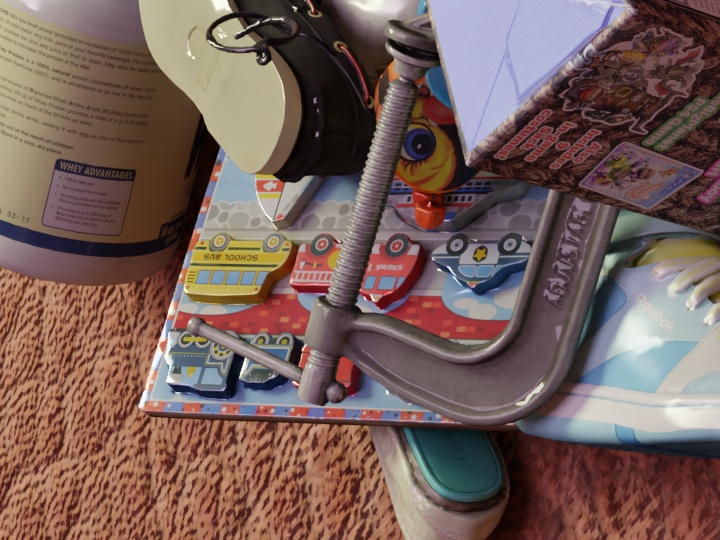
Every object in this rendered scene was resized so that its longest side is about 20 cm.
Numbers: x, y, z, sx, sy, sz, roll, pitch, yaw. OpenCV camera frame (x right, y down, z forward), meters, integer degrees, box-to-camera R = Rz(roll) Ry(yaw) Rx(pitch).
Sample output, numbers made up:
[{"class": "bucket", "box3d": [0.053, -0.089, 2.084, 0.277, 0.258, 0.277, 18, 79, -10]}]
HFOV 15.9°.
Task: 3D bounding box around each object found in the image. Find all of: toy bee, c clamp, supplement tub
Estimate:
[{"class": "toy bee", "box3d": [0.048, -0.078, 1.148, 0.200, 0.131, 0.109, 2, 120, 20]}, {"class": "c clamp", "box3d": [0.024, -0.023, 1.067, 0.171, 0.027, 0.200, 29, 108, 23]}, {"class": "supplement tub", "box3d": [-0.148, -0.108, 1.392, 0.145, 0.145, 0.200, 45, 126, 51]}]

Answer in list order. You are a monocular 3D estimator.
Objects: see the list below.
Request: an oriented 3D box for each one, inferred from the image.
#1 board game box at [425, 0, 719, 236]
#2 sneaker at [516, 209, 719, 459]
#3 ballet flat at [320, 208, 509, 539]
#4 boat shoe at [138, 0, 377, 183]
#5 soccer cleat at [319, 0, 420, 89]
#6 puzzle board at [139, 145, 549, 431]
[{"class": "board game box", "box3d": [0.129, -0.107, 0.985, 0.097, 0.200, 0.160, -43, 46, 39]}, {"class": "sneaker", "box3d": [0.140, 0.010, 1.037, 0.200, 0.079, 0.131, 0, 80, 53]}, {"class": "ballet flat", "box3d": [0.017, 0.049, 1.208, 0.062, 0.067, 0.200, 110, 153, -48]}, {"class": "boat shoe", "box3d": [-0.053, -0.113, 1.242, 0.201, 0.063, 0.074, 57, 132, 42]}, {"class": "soccer cleat", "box3d": [-0.009, -0.104, 1.297, 0.200, 0.069, 0.078, -5, 80, 60]}, {"class": "puzzle board", "box3d": [0.000, 0.000, 1.188, 0.200, 0.017, 0.151, 1, 63, 29]}]
